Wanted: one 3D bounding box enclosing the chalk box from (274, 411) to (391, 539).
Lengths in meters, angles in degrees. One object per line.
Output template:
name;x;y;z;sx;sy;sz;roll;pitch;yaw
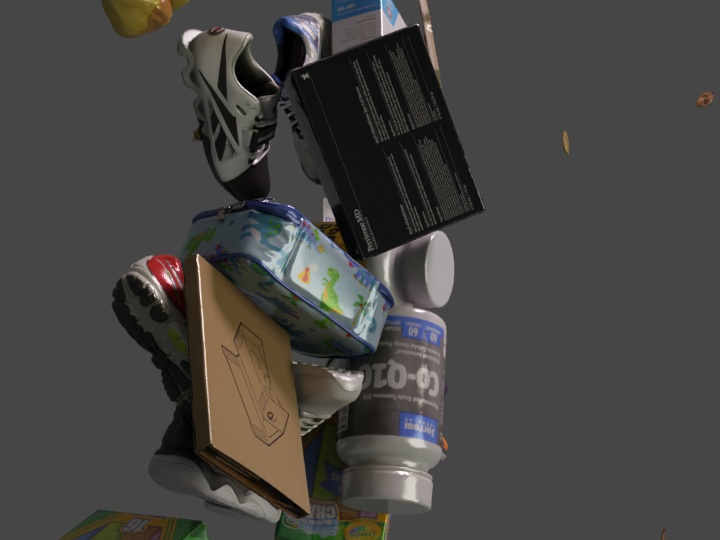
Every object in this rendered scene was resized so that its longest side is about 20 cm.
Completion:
chalk box;-0.025;0.270;1.254;0.125;0.122;0.202;90;10;-69

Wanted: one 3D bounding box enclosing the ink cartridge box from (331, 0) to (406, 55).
ink cartridge box;0.016;-0.212;1.290;0.116;0.066;0.202;48;37;-58

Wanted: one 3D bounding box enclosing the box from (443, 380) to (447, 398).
box;0.038;0.175;1.473;0.201;0.078;0.142;-61;138;-44

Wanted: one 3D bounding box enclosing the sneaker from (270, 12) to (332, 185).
sneaker;-0.069;-0.198;1.282;0.085;0.076;0.203;-5;85;-57

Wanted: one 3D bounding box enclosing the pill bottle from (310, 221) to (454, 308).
pill bottle;0.000;0.000;1.261;0.112;0.198;0.114;0;90;-63

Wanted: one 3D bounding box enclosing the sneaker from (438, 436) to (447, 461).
sneaker;0.065;0.142;1.320;0.200;0.077;0.113;49;63;-43

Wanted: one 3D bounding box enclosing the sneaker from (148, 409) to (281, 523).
sneaker;-0.131;0.185;1.135;0.200;0.075;0.115;43;55;-52

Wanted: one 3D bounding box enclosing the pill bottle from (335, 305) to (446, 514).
pill bottle;0.032;0.148;1.175;0.114;0.113;0.202;39;49;-56

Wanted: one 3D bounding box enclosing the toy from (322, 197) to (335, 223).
toy;0.014;0.007;1.367;0.114;0.047;0.202;12;66;-32

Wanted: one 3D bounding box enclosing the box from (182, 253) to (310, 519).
box;-0.102;0.105;1.010;0.164;0.021;0.202;46;25;-47

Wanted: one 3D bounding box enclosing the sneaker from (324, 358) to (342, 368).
sneaker;-0.017;0.069;1.399;0.084;0.073;0.201;39;56;-13

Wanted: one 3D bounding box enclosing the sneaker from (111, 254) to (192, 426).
sneaker;-0.147;0.071;1.049;0.201;0.077;0.085;60;38;-11

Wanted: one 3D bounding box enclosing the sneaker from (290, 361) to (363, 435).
sneaker;-0.064;0.138;1.148;0.076;0.199;0.081;19;72;-30

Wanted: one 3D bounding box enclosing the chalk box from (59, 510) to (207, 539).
chalk box;-0.215;0.300;0.898;0.200;0.122;0.126;-37;122;-58

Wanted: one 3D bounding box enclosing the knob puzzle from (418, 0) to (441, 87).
knob puzzle;0.094;-0.301;1.602;0.220;0.030;0.222;-10;90;-85

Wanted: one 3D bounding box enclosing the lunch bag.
lunch bag;-0.079;0.012;1.118;0.199;0.160;0.083;38;62;-32

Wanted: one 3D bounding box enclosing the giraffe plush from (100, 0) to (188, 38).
giraffe plush;-0.163;-0.314;0.982;0.200;0.160;0.175;36;59;-58

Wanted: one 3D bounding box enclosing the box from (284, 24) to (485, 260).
box;0.023;-0.129;1.147;0.079;0.140;0.202;177;-108;-77

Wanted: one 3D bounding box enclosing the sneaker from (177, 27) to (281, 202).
sneaker;-0.118;-0.155;1.157;0.074;0.088;0.202;-61;143;-46
